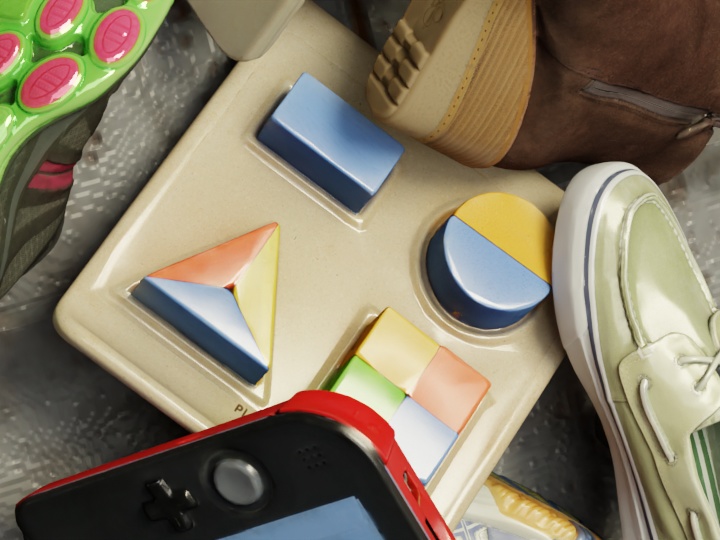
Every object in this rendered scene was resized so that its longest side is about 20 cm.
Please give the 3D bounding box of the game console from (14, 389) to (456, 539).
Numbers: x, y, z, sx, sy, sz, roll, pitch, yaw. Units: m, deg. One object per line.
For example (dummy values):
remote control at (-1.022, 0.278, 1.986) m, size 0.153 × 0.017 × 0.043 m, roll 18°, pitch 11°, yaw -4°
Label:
game console at (-0.026, 0.150, 1.023) m, size 0.201 × 0.176 × 0.031 m, roll 59°, pitch 29°, yaw -17°

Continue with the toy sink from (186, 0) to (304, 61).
toy sink at (0.000, -0.199, 1.033) m, size 0.112 × 0.200 × 0.131 m, roll -16°, pitch 65°, yaw -44°

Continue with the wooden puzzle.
wooden puzzle at (0.000, 0.000, 1.052) m, size 0.185 × 0.046 × 0.201 m, roll 36°, pitch 62°, yaw -3°

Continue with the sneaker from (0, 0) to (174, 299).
sneaker at (-0.145, -0.051, 1.028) m, size 0.077 × 0.084 × 0.201 m, roll 35°, pitch 83°, yaw 10°

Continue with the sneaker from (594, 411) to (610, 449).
sneaker at (0.184, 0.123, 1.146) m, size 0.199 × 0.076 × 0.091 m, roll 31°, pitch 90°, yaw -12°

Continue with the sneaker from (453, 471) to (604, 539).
sneaker at (0.025, 0.121, 1.096) m, size 0.199 × 0.075 × 0.089 m, roll 25°, pitch 90°, yaw -8°

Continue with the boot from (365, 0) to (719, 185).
boot at (0.109, -0.117, 1.026) m, size 0.165 × 0.200 × 0.073 m, roll 7°, pitch 43°, yaw -38°

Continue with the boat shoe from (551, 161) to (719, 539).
boat shoe at (0.135, 0.051, 1.059) m, size 0.072 × 0.062 × 0.201 m, roll -24°, pitch 103°, yaw -38°
